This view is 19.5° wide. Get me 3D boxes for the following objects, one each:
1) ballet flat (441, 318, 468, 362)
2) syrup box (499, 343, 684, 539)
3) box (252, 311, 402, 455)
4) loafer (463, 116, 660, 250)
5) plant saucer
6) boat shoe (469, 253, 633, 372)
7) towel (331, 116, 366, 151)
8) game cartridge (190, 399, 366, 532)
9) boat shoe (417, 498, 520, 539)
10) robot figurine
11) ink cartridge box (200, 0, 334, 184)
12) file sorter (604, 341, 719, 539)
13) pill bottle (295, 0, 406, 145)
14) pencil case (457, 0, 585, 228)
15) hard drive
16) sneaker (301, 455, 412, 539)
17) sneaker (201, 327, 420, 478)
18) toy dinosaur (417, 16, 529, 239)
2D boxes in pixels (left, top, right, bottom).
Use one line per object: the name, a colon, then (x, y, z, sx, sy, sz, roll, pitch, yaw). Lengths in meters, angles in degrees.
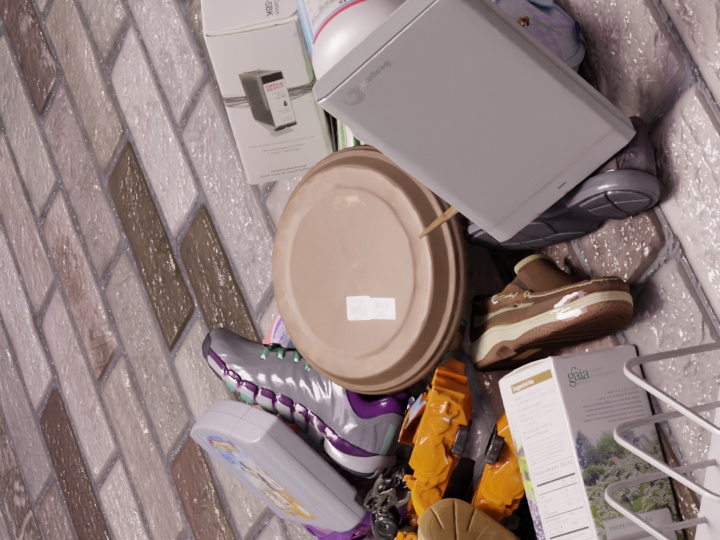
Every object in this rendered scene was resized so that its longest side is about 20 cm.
ballet flat: (0.004, 0.018, 1.724, 0.200, 0.068, 0.072, 41, 94, 32)
syrup box: (0.177, 0.162, 1.568, 0.081, 0.078, 0.201, -32, 70, 58)
box: (-0.019, 0.071, 1.857, 0.095, 0.102, 0.200, 62, 145, 30)
loafer: (0.153, -0.063, 1.584, 0.200, 0.072, 0.063, -19, 62, 53)
plant saucer: (0.000, 0.000, 1.673, 0.199, 0.029, 0.202, 3, 95, 39)
boat shoe: (0.137, 0.023, 1.613, 0.202, 0.074, 0.075, -27, 67, 59)
towel: (-0.007, -0.114, 1.793, 0.200, 0.023, 0.154, -134, 37, -84)
game cartridge: (-0.078, 0.166, 1.805, 0.133, 0.042, 0.200, 40, 166, -14)
boat shoe: (0.130, 0.259, 1.656, 0.200, 0.071, 0.069, 38, 153, 21)
robot figurine: (0.085, 0.168, 1.699, 0.058, 0.144, 0.201, -72, -1, -49)
ink cartridge box: (-0.082, -0.195, 1.809, 0.201, 0.082, 0.148, 76, -174, -53)
file sorter: (0.242, 0.163, 1.413, 0.139, 0.124, 0.201, 34, 124, 51)
pill bottle: (0.009, -0.196, 1.635, 0.109, 0.108, 0.201, 116, 149, -44)
pencil case: (0.100, -0.125, 1.631, 0.201, 0.083, 0.091, 117, 153, -43)
hard drive: (0.082, -0.112, 1.468, 0.132, 0.200, 0.026, -39, 38, 21)
sneaker: (-0.007, 0.216, 1.902, 0.200, 0.080, 0.089, 6, 107, 65)
sneaker: (-0.039, 0.087, 1.759, 0.199, 0.074, 0.088, 33, 108, 17)
toy dinosaur: (0.099, -0.122, 1.532, 0.106, 0.060, 0.202, 6, 102, 35)
